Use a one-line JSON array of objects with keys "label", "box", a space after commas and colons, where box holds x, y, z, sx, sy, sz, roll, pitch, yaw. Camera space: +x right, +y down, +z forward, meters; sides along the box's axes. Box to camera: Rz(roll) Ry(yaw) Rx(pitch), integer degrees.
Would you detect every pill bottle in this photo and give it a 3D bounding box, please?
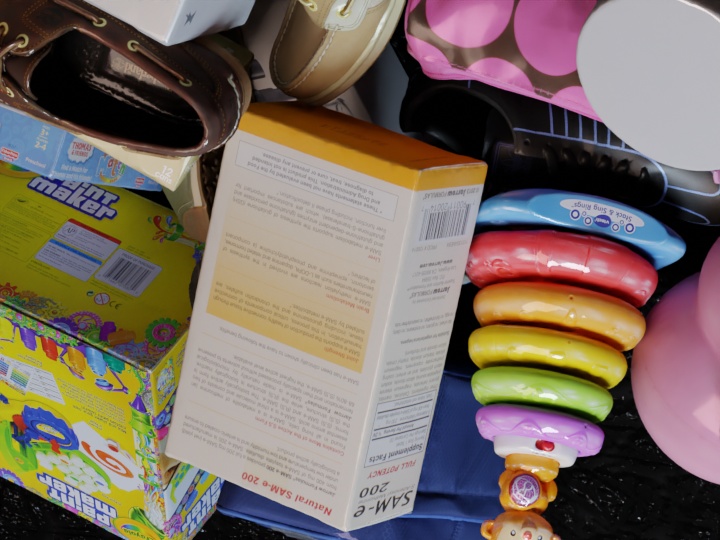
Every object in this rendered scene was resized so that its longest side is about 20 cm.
[{"label": "pill bottle", "box": [0.182, -0.142, 1.205, 0.113, 0.200, 0.114, 21, 138, 20]}]

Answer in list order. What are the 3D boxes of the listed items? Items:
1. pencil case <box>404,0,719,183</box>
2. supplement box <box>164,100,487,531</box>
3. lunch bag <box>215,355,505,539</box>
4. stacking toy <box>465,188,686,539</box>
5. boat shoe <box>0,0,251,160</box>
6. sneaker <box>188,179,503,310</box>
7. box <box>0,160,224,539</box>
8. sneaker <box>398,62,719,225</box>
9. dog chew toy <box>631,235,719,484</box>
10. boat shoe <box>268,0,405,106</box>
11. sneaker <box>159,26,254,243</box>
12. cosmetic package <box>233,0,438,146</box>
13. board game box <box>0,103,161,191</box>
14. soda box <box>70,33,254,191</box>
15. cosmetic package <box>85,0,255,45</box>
[{"label": "pencil case", "box": [0.118, -0.115, 1.358, 0.199, 0.094, 0.091, 20, 177, 27]}, {"label": "supplement box", "box": [-0.019, 0.022, 1.408, 0.126, 0.073, 0.201, 21, 106, 30]}, {"label": "lunch bag", "box": [0.007, 0.112, 1.561, 0.135, 0.200, 0.133, 12, 92, 31]}, {"label": "stacking toy", "box": [0.097, 0.064, 1.405, 0.115, 0.201, 0.110, 13, 167, -13]}, {"label": "boat shoe", "box": [-0.155, -0.111, 1.337, 0.199, 0.070, 0.071, 17, 118, 8]}, {"label": "sneaker", "box": [0.000, 0.000, 1.517, 0.089, 0.199, 0.079, 80, 177, -81]}, {"label": "box", "box": [-0.176, 0.051, 1.690, 0.199, 0.122, 0.193, 24, 142, 21]}, {"label": "sneaker", "box": [0.116, -0.064, 1.426, 0.199, 0.078, 0.070, 25, 139, 17]}, {"label": "dog chew toy", "box": [0.226, 0.025, 1.400, 0.124, 0.125, 0.200, 33, 133, 6]}, {"label": "boat shoe", "box": [-0.007, -0.169, 1.360, 0.066, 0.074, 0.200, 7, 132, -31]}, {"label": "sneaker", "box": [-0.115, -0.112, 1.487, 0.089, 0.067, 0.201, 11, 125, 25]}, {"label": "cosmetic package", "box": [-0.063, -0.135, 1.519, 0.150, 0.052, 0.201, -9, 121, 39]}, {"label": "board game box", "box": [-0.233, -0.099, 1.617, 0.199, 0.151, 0.037, 22, 96, 20]}, {"label": "soda box", "box": [-0.162, -0.127, 1.406, 0.199, 0.064, 0.068, 30, 118, 1]}, {"label": "cosmetic package", "box": [-0.122, -0.251, 1.334, 0.199, 0.123, 0.200, 29, 108, 12]}]
